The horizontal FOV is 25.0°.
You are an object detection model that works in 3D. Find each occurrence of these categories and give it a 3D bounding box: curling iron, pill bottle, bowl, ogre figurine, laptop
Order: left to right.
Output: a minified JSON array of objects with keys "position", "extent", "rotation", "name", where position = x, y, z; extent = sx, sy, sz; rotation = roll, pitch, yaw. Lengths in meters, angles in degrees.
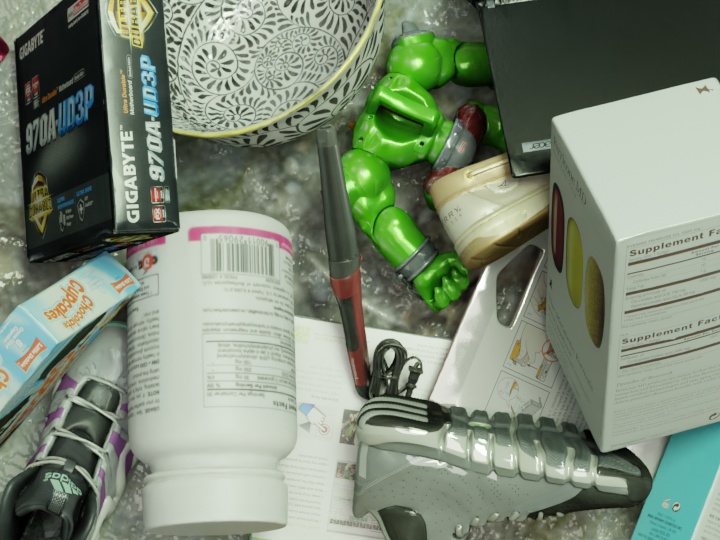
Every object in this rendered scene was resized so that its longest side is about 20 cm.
[{"position":[-0.098,0.070,1.078],"extent":[0.112,0.113,0.202],"rotation":[-1,76,-3],"name":"pill bottle"},{"position":[-0.059,-0.154,1.103],"extent":[0.199,0.094,0.202],"rotation":[-11,59,19],"name":"bowl"},{"position":[0.000,0.000,1.088],"extent":[0.049,0.026,0.202],"rotation":[-13,103,6],"name":"curling iron"},{"position":[0.053,-0.088,1.120],"extent":[0.119,0.098,0.201],"rotation":[28,93,-10],"name":"ogre figurine"},{"position":[0.162,-0.150,1.100],"extent":[0.176,0.200,0.104],"rotation":[-8,110,-5],"name":"laptop"}]

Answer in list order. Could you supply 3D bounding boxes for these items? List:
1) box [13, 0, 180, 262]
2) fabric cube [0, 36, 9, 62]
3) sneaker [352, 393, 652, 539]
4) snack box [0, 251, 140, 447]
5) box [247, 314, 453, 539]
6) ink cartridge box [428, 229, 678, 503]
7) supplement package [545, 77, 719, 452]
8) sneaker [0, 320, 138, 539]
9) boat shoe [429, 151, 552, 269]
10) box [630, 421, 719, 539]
[{"position":[-0.175,-0.093,1.057],"extent":[0.046,0.200,0.161],"rotation":[-3,87,-27],"name":"box"},{"position":[-0.379,-0.150,1.050],"extent":[0.199,0.200,0.197],"rotation":[39,86,2],"name":"fabric cube"},{"position":[0.088,0.157,1.085],"extent":[0.198,0.075,0.117],"rotation":[12,106,5],"name":"sneaker"},{"position":[-0.232,0.079,1.043],"extent":[0.037,0.116,0.200],"rotation":[44,115,1],"name":"snack box"},{"position":[0.000,0.139,1.135],"extent":[0.143,0.036,0.202],"rotation":[9,85,-3],"name":"box"},{"position":[0.160,0.036,1.140],"extent":[0.175,0.045,0.201],"rotation":[24,84,-4],"name":"ink cartridge box"},{"position":[0.184,-0.001,1.012],"extent":[0.109,0.201,0.114],"rotation":[-14,48,-8],"name":"supplement package"},{"position":[-0.188,0.130,1.070],"extent":[0.077,0.140,0.202],"rotation":[16,86,-2],"name":"sneaker"},{"position":[0.131,-0.076,1.077],"extent":[0.199,0.074,0.069],"rotation":[-29,78,-28],"name":"boat shoe"},{"position":[0.259,0.114,1.123],"extent":[0.082,0.049,0.201],"rotation":[27,84,-43],"name":"box"}]
